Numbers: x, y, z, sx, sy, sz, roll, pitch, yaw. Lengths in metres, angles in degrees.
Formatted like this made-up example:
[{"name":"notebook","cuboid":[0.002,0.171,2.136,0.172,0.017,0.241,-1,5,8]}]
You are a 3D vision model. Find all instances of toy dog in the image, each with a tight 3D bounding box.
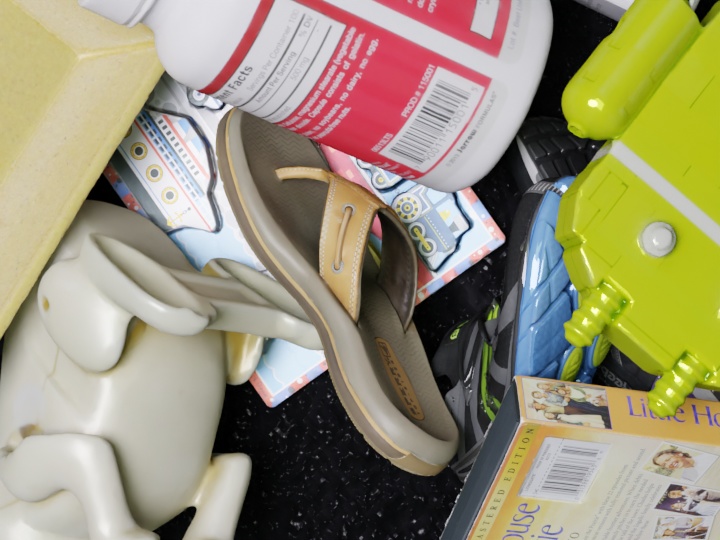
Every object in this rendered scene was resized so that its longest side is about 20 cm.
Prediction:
[{"name":"toy dog","cuboid":[-0.137,0.078,0.851,0.193,0.139,0.201,29,101,26]}]

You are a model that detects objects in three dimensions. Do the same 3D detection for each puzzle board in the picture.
[{"name":"puzzle board","cuboid":[-0.044,-0.053,0.897,0.150,0.017,0.200,-36,88,6]}]

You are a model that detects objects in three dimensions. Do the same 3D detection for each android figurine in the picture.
[{"name":"android figurine","cuboid":[0.164,-0.032,0.744,0.182,0.041,0.200,42,79,-4]}]

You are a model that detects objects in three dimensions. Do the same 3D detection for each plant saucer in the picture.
[{"name":"plant saucer","cuboid":[-0.211,-0.081,0.784,0.200,0.048,0.201,39,71,-28]}]

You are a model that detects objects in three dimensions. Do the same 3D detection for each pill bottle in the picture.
[{"name":"pill bottle","cuboid":[-0.022,-0.121,0.808,0.199,0.112,0.113,22,95,-20]}]

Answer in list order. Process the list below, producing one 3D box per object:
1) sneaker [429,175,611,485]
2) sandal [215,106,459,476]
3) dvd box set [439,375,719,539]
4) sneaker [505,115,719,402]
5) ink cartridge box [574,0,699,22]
[{"name":"sneaker","cuboid":[0.069,0.040,0.822,0.083,0.071,0.200,37,140,30]},{"name":"sandal","cuboid":[0.000,0.000,0.829,0.054,0.080,0.201,-39,67,27]},{"name":"dvd box set","cuboid":[0.144,0.115,0.809,0.199,0.030,0.147,7,135,-11]},{"name":"sneaker","cuboid":[0.117,0.021,0.854,0.088,0.076,0.201,-47,67,39]},{"name":"ink cartridge box","cuboid":[0.092,-0.217,0.840,0.199,0.083,0.147,27,95,4]}]
